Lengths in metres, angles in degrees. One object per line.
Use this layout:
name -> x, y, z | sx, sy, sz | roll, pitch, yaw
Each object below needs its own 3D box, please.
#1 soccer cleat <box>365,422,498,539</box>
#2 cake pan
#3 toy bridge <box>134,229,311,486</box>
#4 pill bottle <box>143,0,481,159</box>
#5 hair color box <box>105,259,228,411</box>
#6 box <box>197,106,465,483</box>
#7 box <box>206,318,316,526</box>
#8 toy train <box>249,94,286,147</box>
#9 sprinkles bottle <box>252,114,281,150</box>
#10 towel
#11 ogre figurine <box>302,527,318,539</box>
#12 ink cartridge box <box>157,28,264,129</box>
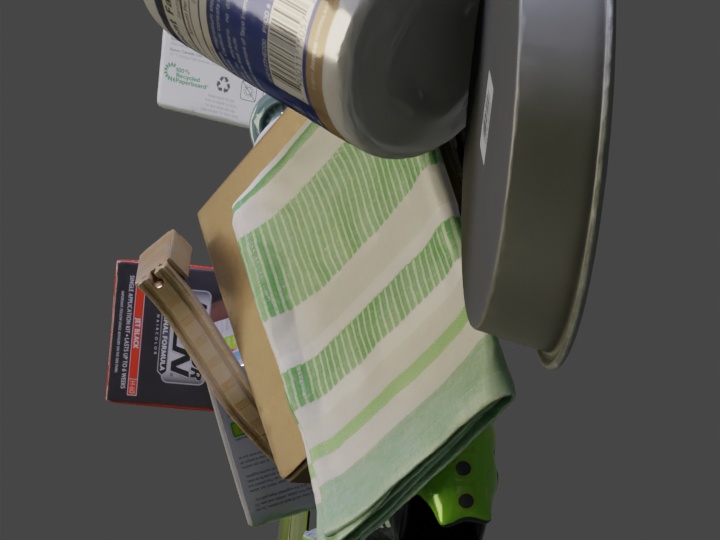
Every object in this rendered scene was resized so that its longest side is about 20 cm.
soccer cleat -> 0.029, 0.117, 1.296 | 0.200, 0.067, 0.082 | 108, 157, -68
cake pan -> 0.069, -0.061, 1.080 | 0.200, 0.036, 0.202 | -176, 90, -86
toy bridge -> -0.046, 0.069, 1.397 | 0.200, 0.027, 0.067 | 49, -160, -22
pill bottle -> -0.032, -0.138, 1.206 | 0.200, 0.111, 0.112 | 33, 129, 38
hair color box -> -0.076, 0.050, 1.857 | 0.061, 0.198, 0.102 | 169, 105, -85
box -> -0.006, -0.015, 1.300 | 0.200, 0.021, 0.164 | -47, 53, 43
box -> -0.036, 0.082, 1.717 | 0.200, 0.112, 0.102 | -116, 10, -81
toy train -> 0.005, -0.129, 1.535 | 0.085, 0.113, 0.202 | -1, -80, -72
sprinkles bottle -> 0.000, 0.000, 1.387 | 0.069, 0.068, 0.201 | 98, 157, -44
towel -> 0.000, 0.012, 1.239 | 0.153, 0.023, 0.201 | -46, 48, 41
ogre figurine -> -0.015, 0.240, 1.612 | 0.201, 0.098, 0.120 | 77, 172, -47
ink cartridge box -> -0.030, -0.180, 1.625 | 0.043, 0.195, 0.201 | -16, -63, -56
